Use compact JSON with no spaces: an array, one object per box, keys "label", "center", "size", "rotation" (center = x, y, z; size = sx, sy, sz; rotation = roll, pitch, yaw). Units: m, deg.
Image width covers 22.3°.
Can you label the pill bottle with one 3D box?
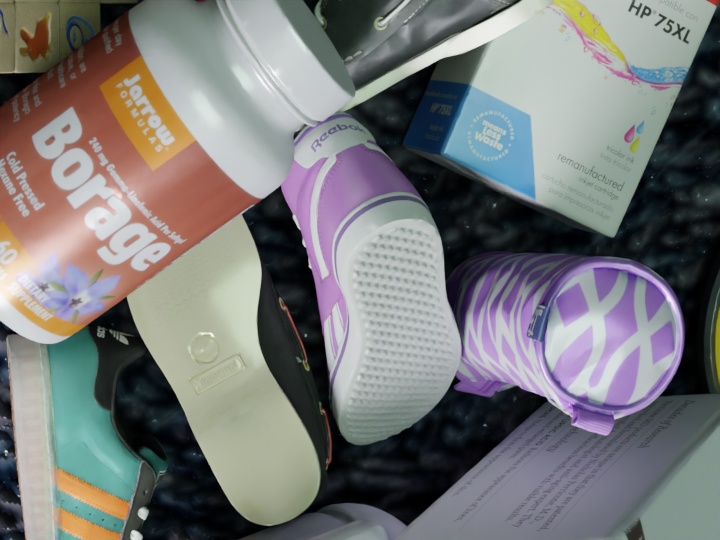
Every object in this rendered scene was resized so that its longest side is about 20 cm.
[{"label":"pill bottle","center":[-0.106,-0.062,0.891],"size":[0.199,0.112,0.112],"rotation":[-35,108,11]}]

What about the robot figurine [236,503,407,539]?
[{"label":"robot figurine","center":[-0.035,0.192,0.967],"size":[0.199,0.170,0.113],"rotation":[-16,59,-32]}]

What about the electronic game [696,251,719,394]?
[{"label":"electronic game","center":[0.292,0.035,1.093],"size":[0.199,0.042,0.202],"rotation":[-3,99,-16]}]

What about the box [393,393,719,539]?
[{"label":"box","center":[0.133,0.193,0.974],"size":[0.200,0.130,0.200],"rotation":[-32,112,-54]}]

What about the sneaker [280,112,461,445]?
[{"label":"sneaker","center":[0.001,0.000,0.976],"size":[0.072,0.115,0.201],"rotation":[-19,142,-17]}]

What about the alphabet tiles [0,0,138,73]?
[{"label":"alphabet tiles","center":[-0.166,-0.178,0.868],"size":[0.200,0.006,0.168],"rotation":[-14,108,-59]}]

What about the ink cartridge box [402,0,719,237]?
[{"label":"ink cartridge box","center":[0.120,-0.134,1.001],"size":[0.116,0.067,0.201],"rotation":[23,91,-19]}]

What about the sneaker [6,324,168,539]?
[{"label":"sneaker","center":[-0.137,0.128,0.960],"size":[0.079,0.071,0.202],"rotation":[-6,99,-12]}]

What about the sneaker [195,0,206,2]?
[{"label":"sneaker","center":[-0.095,-0.232,0.896],"size":[0.073,0.087,0.201],"rotation":[0,94,21]}]

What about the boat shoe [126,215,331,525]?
[{"label":"boat shoe","center":[-0.072,0.036,0.974],"size":[0.073,0.063,0.203],"rotation":[-21,90,6]}]

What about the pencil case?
[{"label":"pencil case","center":[0.099,0.033,0.953],"size":[0.083,0.200,0.086],"rotation":[8,90,-12]}]

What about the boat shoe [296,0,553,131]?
[{"label":"boat shoe","center":[0.006,-0.130,0.939],"size":[0.199,0.072,0.068],"rotation":[-26,112,18]}]
